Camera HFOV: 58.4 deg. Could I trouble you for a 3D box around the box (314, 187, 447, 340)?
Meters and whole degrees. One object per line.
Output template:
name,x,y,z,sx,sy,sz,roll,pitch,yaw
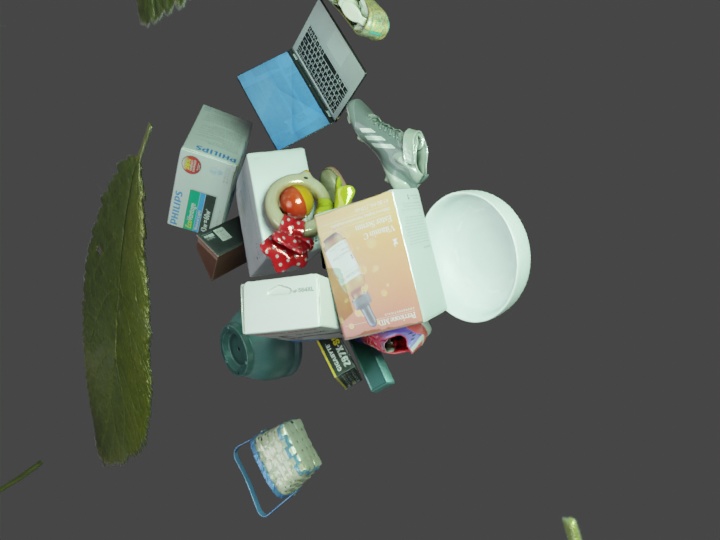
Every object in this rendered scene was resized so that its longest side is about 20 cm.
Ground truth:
box,0.033,-0.011,1.025,0.149,0.106,0.206,-15,89,29

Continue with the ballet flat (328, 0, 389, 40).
ballet flat,-0.024,-0.479,1.132,0.202,0.070,0.071,54,134,22

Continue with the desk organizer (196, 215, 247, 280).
desk organizer,-0.270,-0.062,1.419,0.071,0.199,0.078,40,132,16

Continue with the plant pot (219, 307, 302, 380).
plant pot,-0.248,0.170,1.517,0.197,0.132,0.207,16,112,43

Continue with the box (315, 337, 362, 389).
box,-0.058,0.145,1.283,0.163,0.048,0.200,63,176,16

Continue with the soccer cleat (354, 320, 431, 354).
soccer cleat,0.042,0.123,1.215,0.196,0.074,0.069,-7,125,44

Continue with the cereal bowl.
cereal bowl,0.188,-0.027,1.020,0.197,0.082,0.207,16,112,43

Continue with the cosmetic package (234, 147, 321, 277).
cosmetic package,-0.172,-0.110,1.298,0.200,0.119,0.206,148,112,-70

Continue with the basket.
basket,-0.200,0.464,1.532,0.198,0.139,0.179,-34,75,15

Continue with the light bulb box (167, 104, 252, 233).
light bulb box,-0.332,-0.219,1.428,0.203,0.121,0.201,-88,17,-51

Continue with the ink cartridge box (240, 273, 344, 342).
ink cartridge box,-0.093,0.068,1.089,0.142,0.199,0.087,-8,79,20

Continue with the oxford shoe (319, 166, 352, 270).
oxford shoe,-0.058,-0.100,1.273,0.069,0.074,0.207,-3,99,47

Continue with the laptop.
laptop,-0.116,-0.372,1.226,0.200,0.114,0.190,-46,68,44

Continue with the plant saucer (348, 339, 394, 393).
plant saucer,0.004,0.150,1.323,0.070,0.019,0.204,-36,73,46

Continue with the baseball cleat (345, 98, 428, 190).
baseball cleat,0.055,-0.235,1.128,0.106,0.069,0.203,-38,82,39

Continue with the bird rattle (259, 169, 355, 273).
bird rattle,-0.108,-0.098,1.175,0.164,0.198,0.113,51,162,19
